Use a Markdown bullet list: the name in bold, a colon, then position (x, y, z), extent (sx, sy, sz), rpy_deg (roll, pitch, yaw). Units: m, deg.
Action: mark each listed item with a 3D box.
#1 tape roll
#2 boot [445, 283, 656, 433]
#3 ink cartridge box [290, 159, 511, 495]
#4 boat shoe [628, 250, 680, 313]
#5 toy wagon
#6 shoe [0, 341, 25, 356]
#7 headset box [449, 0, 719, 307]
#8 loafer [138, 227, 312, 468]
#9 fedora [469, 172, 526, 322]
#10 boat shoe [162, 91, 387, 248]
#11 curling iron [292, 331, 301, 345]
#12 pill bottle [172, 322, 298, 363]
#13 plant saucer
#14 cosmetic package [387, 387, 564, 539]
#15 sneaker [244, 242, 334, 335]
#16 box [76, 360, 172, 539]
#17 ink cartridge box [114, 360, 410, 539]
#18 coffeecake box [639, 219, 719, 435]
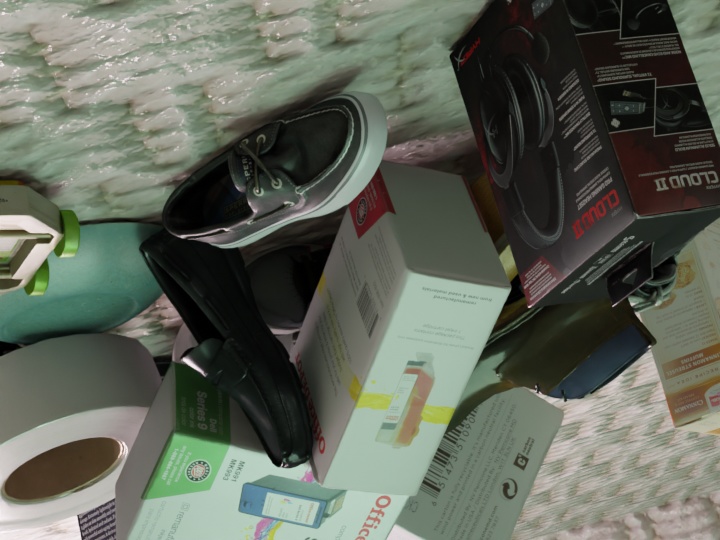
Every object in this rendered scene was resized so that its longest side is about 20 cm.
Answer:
- **tape roll**: position (-0.250, 0.133, 1.472), extent (0.202, 0.071, 0.203), rpy_deg (-21, 155, -10)
- **boot**: position (0.127, 0.078, 1.357), extent (0.200, 0.097, 0.075), rpy_deg (-49, 164, 22)
- **ink cartridge box**: position (0.022, 0.043, 1.333), extent (0.083, 0.145, 0.201), rpy_deg (9, 123, -21)
- **boat shoe**: position (0.210, -0.004, 1.385), extent (0.073, 0.068, 0.200), rpy_deg (-29, 161, -36)
- **toy wagon**: position (-0.287, -0.005, 1.248), extent (0.155, 0.040, 0.200), rpy_deg (-1, 158, -29)
- **shoe**: position (-0.281, 0.098, 1.530), extent (0.199, 0.072, 0.091), rpy_deg (4, 158, -38)
- **headset box**: position (0.140, -0.080, 1.112), extent (0.077, 0.201, 0.149), rpy_deg (-8, 162, -24)
- **loafer**: position (-0.099, 0.057, 1.336), extent (0.070, 0.201, 0.068), rpy_deg (-24, 177, -25)
- **fedora**: position (0.128, -0.040, 1.382), extent (0.200, 0.082, 0.201), rpy_deg (-38, 166, -11)
- **boat shoe**: position (-0.065, -0.066, 1.223), extent (0.066, 0.070, 0.200), rpy_deg (-1, 166, -41)
- **curling iron**: position (0.044, 0.059, 1.449), extent (0.199, 0.026, 0.050), rpy_deg (0, 156, 8)
- **pill bottle**: position (-0.107, 0.088, 1.575), extent (0.112, 0.113, 0.200), rpy_deg (-12, 162, -10)
- **plant saucer**: position (-0.223, 0.020, 1.388), extent (0.200, 0.039, 0.201), rpy_deg (-14, 162, -4)
- **cosmetic package**: position (0.041, 0.156, 1.636), extent (0.165, 0.165, 0.200), rpy_deg (31, 168, -23)
- **sneaker**: position (0.000, 0.000, 1.434), extent (0.199, 0.084, 0.121), rpy_deg (-10, 169, -42)
- **box**: position (-0.159, 0.193, 1.712), extent (0.199, 0.199, 0.123), rpy_deg (-2, 161, -36)
- **ink cartridge box**: position (-0.076, 0.170, 1.427), extent (0.199, 0.088, 0.146), rpy_deg (15, 124, -19)
- **coffeecake box**: position (0.309, 0.041, 1.628), extent (0.073, 0.201, 0.153), rpy_deg (-24, 161, 26)
